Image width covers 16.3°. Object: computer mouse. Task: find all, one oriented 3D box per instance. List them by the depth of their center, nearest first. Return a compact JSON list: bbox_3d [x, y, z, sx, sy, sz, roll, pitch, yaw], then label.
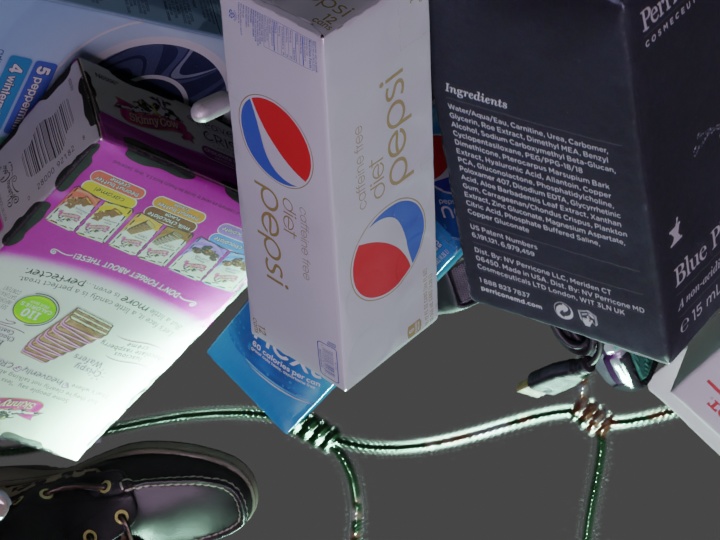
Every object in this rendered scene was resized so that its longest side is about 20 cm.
[{"bbox_3d":[0.051,0.010,1.313,0.141,0.046,0.200,53,140,-10],"label":"computer mouse"}]

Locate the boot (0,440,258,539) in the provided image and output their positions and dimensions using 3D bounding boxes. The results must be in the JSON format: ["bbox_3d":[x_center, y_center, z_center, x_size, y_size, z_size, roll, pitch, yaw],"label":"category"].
[{"bbox_3d":[-0.163,0.170,1.427,0.199,0.151,0.073,-4,122,10],"label":"boot"}]

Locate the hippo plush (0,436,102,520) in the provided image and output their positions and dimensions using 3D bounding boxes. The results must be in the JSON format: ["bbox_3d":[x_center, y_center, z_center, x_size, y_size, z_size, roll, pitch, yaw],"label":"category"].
[{"bbox_3d":[-0.261,0.087,1.366,0.159,0.161,0.200,-13,126,15],"label":"hippo plush"}]

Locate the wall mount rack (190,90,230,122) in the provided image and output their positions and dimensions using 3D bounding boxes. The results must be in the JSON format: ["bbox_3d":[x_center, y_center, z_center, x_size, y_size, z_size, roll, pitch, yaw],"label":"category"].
[{"bbox_3d":[-0.020,-0.157,1.144,0.074,0.174,0.200,13,128,-5],"label":"wall mount rack"}]

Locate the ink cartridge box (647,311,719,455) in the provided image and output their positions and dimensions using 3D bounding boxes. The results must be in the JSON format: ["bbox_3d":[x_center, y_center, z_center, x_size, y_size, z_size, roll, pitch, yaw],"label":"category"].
[{"bbox_3d":[0.249,0.054,1.337,0.115,0.068,0.200,42,122,-5],"label":"ink cartridge box"}]

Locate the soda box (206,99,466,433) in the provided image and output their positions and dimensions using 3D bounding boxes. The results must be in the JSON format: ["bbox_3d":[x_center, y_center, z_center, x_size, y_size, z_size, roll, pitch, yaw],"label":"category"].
[{"bbox_3d":[0.000,0.000,1.260,0.064,0.068,0.200,45,140,3],"label":"soda box"}]

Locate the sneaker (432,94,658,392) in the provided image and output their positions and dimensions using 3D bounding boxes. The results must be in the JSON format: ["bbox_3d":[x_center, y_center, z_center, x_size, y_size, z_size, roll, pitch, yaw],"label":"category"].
[{"bbox_3d":[0.098,-0.023,1.320,0.087,0.074,0.201,-2,125,32],"label":"sneaker"}]

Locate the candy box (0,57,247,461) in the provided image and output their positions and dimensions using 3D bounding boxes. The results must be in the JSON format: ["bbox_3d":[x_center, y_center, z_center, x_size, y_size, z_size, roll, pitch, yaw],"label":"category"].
[{"bbox_3d":[-0.142,-0.001,1.254,0.136,0.061,0.200,23,123,-39],"label":"candy box"}]

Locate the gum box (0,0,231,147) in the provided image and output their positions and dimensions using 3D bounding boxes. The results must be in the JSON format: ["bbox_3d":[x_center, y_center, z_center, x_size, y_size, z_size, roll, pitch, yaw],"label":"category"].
[{"bbox_3d":[-0.124,-0.072,1.266,0.199,0.045,0.170,10,130,-27],"label":"gum box"}]

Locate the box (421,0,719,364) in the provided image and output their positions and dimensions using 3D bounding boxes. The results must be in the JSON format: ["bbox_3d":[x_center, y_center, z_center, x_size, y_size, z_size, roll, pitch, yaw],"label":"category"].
[{"bbox_3d":[0.135,-0.101,1.143,0.117,0.197,0.201,18,138,35],"label":"box"}]

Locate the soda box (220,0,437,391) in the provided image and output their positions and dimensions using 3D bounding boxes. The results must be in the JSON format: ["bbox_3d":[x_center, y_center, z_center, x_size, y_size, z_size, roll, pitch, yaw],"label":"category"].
[{"bbox_3d":[-0.011,-0.048,1.113,0.064,0.068,0.201,30,140,32],"label":"soda box"}]
